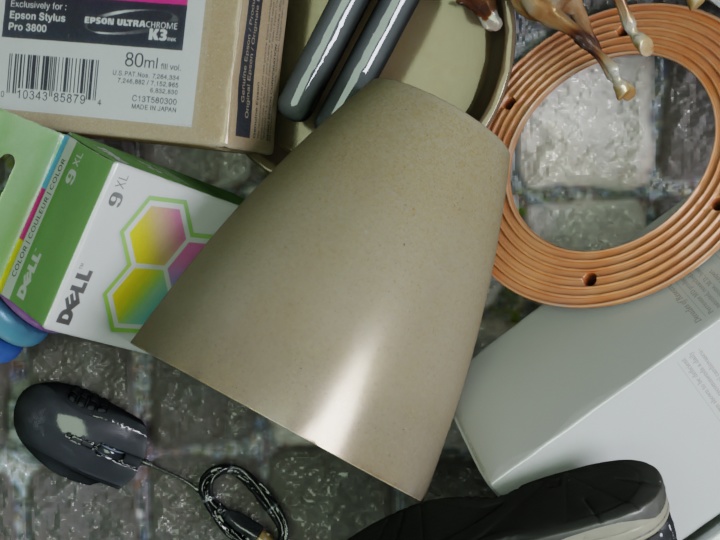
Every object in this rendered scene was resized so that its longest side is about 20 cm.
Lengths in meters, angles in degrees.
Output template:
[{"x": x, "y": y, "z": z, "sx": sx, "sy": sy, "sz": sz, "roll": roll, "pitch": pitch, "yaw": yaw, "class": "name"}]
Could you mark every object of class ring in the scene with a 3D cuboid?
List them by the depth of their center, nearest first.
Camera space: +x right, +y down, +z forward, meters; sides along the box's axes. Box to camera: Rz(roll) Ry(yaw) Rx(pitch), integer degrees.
[{"x": 0.148, "y": -0.068, "z": 0.873, "sx": 0.200, "sy": 0.019, "sz": 0.201, "roll": -17, "pitch": 57, "yaw": 28, "class": "ring"}]

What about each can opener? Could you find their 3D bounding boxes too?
[{"x": 0.011, "y": -0.174, "z": 0.886, "sx": 0.053, "sy": 0.066, "sz": 0.200, "roll": 29, "pitch": 99, "yaw": 6, "class": "can opener"}]

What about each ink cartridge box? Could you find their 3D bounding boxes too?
[{"x": -0.143, "y": -0.014, "z": 0.875, "sx": 0.059, "sy": 0.200, "sz": 0.104, "roll": 30, "pitch": 97, "yaw": 44, "class": "ink cartridge box"}, {"x": -0.147, "y": -0.161, "z": 0.910, "sx": 0.199, "sy": 0.075, "sz": 0.165, "roll": 6, "pitch": 93, "yaw": 19, "class": "ink cartridge box"}]

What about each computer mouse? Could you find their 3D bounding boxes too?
[{"x": -0.136, "y": 0.130, "z": 0.957, "sx": 0.200, "sy": 0.034, "sz": 0.059, "roll": 25, "pitch": 94, "yaw": 5, "class": "computer mouse"}]

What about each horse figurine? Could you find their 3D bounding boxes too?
[{"x": 0.113, "y": -0.160, "z": 0.805, "sx": 0.050, "sy": 0.200, "sz": 0.133, "roll": -40, "pitch": 82, "yaw": -11, "class": "horse figurine"}]

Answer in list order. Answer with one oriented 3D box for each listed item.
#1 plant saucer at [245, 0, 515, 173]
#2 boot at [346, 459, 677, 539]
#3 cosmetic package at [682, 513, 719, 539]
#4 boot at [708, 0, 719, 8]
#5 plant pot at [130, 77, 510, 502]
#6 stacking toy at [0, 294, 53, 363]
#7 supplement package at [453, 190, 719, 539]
[{"x": -0.002, "y": -0.144, "z": 0.931, "sx": 0.199, "sy": 0.029, "sz": 0.201, "roll": 0, "pitch": 91, "yaw": 8, "class": "plant saucer"}, {"x": 0.087, "y": 0.194, "z": 0.793, "sx": 0.203, "sy": 0.074, "sz": 0.154, "roll": -19, "pitch": 112, "yaw": 20, "class": "boot"}, {"x": 0.203, "y": 0.192, "z": 0.881, "sx": 0.200, "sy": 0.113, "sz": 0.081, "roll": -37, "pitch": 88, "yaw": 9, "class": "cosmetic package"}, {"x": 0.197, "y": -0.210, "z": 0.881, "sx": 0.199, "sy": 0.096, "sz": 0.074, "roll": 19, "pitch": 126, "yaw": -17, "class": "boot"}, {"x": 0.000, "y": 0.000, "z": 0.849, "sx": 0.187, "sy": 0.187, "sz": 0.200, "roll": 28, "pitch": 83, "yaw": 5, "class": "plant pot"}, {"x": -0.262, "y": 0.045, "z": 0.949, "sx": 0.200, "sy": 0.085, "sz": 0.085, "roll": -38, "pitch": 87, "yaw": 10, "class": "stacking toy"}, {"x": 0.166, "y": 0.070, "z": 0.858, "sx": 0.200, "sy": 0.117, "sz": 0.117, "roll": -37, "pitch": 119, "yaw": 6, "class": "supplement package"}]
